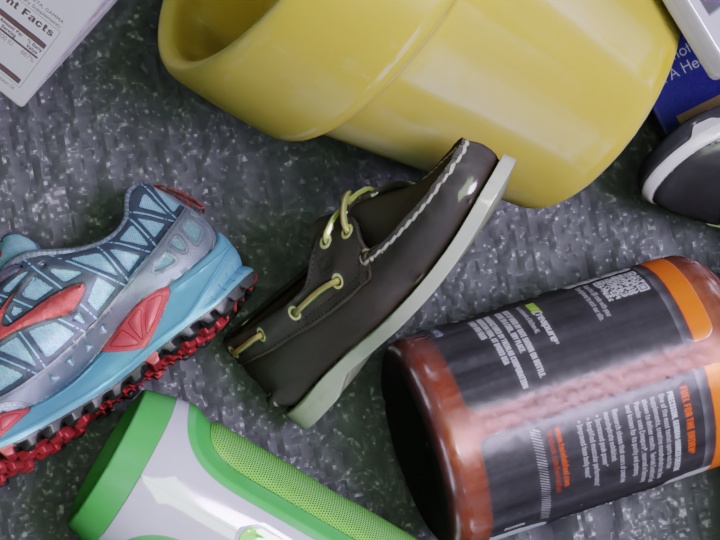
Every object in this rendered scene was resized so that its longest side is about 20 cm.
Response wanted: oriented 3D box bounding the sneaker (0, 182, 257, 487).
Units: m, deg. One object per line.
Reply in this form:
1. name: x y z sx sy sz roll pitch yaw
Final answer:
1. sneaker: -0.151 0.032 1.128 0.200 0.079 0.096 -35 81 -16

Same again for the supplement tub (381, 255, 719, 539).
1. supplement tub: 0.118 0.057 1.148 0.200 0.107 0.107 -16 91 -11

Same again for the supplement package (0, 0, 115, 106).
1. supplement package: -0.173 -0.203 1.069 0.200 0.111 0.156 39 37 -7

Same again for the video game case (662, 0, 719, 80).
1. video game case: 0.158 -0.206 1.106 0.143 0.018 0.200 -36 97 -32

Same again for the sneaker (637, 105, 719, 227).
1. sneaker: 0.234 -0.029 1.167 0.199 0.072 0.083 4 54 -18

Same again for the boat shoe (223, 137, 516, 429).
1. boat shoe: 0.000 0.000 1.097 0.061 0.201 0.072 38 44 -2

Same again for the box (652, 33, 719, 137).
1. box: 0.167 -0.165 1.178 0.121 0.032 0.200 -27 91 21

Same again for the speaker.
1. speaker: -0.034 0.137 1.129 0.200 0.088 0.089 31 83 -8

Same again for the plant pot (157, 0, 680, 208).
1. plant pot: 0.038 -0.130 1.108 0.189 0.201 0.201 30 83 -23
